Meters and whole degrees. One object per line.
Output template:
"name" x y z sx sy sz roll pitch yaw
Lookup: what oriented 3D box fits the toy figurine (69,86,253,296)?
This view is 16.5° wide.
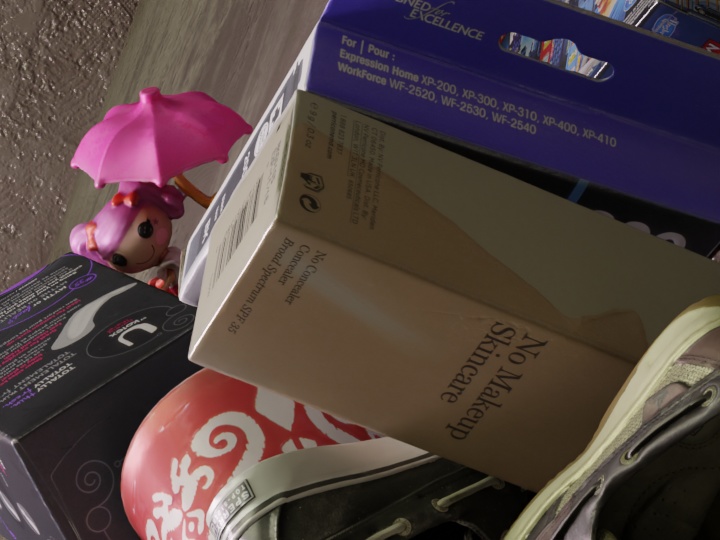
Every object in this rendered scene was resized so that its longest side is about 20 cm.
"toy figurine" -0.085 -0.010 1.368 0.200 0.184 0.150 -46 9 19

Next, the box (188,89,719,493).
"box" 0.043 0.017 0.986 0.078 0.200 0.095 -83 19 -46

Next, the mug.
"mug" -0.007 0.158 1.116 0.133 0.178 0.200 -30 40 -1

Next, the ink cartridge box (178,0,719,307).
"ink cartridge box" 0.050 -0.032 1.042 0.200 0.198 0.043 123 156 -44

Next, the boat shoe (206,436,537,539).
"boat shoe" 0.030 0.103 1.018 0.064 0.200 0.071 55 136 27

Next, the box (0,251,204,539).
"box" -0.140 0.077 1.271 0.122 0.106 0.200 -33 22 -18

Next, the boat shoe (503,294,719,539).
"boat shoe" 0.100 0.103 0.911 0.201 0.072 0.066 -60 10 17

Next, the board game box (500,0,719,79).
"board game box" 0.128 -0.131 1.175 0.200 0.062 0.200 128 160 -51
